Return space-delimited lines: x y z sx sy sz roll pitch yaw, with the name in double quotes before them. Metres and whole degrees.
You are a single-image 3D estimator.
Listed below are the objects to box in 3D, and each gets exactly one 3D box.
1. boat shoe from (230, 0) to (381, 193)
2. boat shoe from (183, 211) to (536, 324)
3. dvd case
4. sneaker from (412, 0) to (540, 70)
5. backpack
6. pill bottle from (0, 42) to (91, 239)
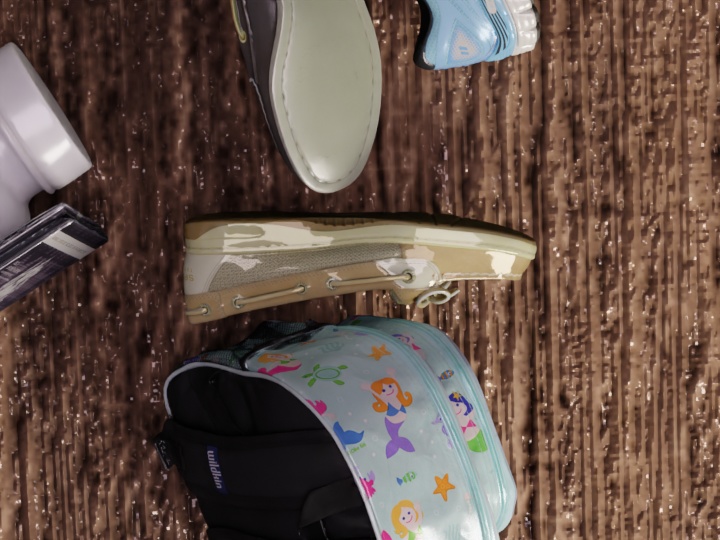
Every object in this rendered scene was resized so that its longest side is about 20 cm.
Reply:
"boat shoe" -0.037 -0.145 1.541 0.071 0.060 0.202 -15 104 -31
"boat shoe" -0.001 0.000 1.558 0.200 0.073 0.063 1 95 -2
"dvd case" -0.233 0.027 1.502 0.200 0.149 0.016 -33 86 0
"sneaker" 0.027 -0.202 1.530 0.090 0.078 0.201 -23 99 2
"backpack" -0.004 0.112 1.514 0.150 0.200 0.178 -24 100 -22
"pill bottle" -0.252 -0.037 1.507 0.200 0.111 0.111 -33 101 0
